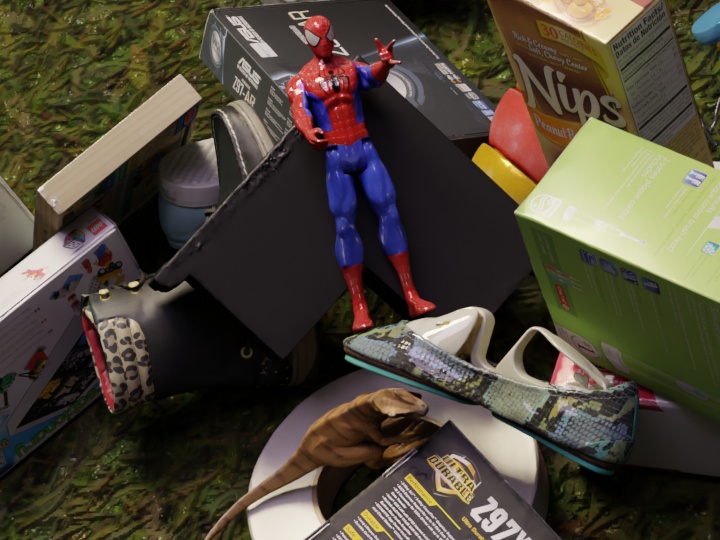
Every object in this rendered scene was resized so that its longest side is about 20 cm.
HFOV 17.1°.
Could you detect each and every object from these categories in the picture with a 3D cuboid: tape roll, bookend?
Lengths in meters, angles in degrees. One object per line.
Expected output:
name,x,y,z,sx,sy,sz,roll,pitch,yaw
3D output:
tape roll,0.024,0.149,1.579,0.202,0.037,0.203,-10,49,11
bookend,0.000,0.000,1.589,0.200,0.092,0.199,42,83,-3

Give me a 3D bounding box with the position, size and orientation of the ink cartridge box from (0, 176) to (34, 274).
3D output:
ink cartridge box,-0.369,-0.030,1.820,0.200,0.084,0.176,-41,49,-4

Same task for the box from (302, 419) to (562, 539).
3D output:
box,0.059,0.215,1.467,0.160,0.049,0.200,-38,66,-13

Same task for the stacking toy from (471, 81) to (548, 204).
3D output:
stacking toy,0.122,-0.068,1.686,0.200,0.146,0.146,-47,50,3

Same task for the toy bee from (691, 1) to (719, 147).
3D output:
toy bee,0.294,-0.160,1.678,0.109,0.131,0.200,-26,39,33

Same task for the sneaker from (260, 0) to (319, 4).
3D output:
sneaker,0.010,-0.285,1.892,0.200,0.081,0.147,-16,41,35

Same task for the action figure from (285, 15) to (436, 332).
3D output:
action figure,0.000,-0.067,1.499,0.065,0.099,0.200,-15,87,-10

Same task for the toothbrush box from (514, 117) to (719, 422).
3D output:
toothbrush box,0.206,0.014,1.422,0.200,0.146,0.086,27,66,34

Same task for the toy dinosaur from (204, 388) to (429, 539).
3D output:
toy dinosaur,-0.017,0.111,1.551,0.200,0.106,0.061,-41,61,41

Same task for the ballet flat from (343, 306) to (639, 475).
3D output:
ballet flat,0.085,0.060,1.488,0.200,0.074,0.074,22,61,21

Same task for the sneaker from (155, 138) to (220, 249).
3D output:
sneaker,-0.057,-0.060,1.766,0.200,0.082,0.074,-8,42,-18

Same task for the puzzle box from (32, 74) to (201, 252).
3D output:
puzzle box,-0.179,-0.065,1.736,0.133,0.200,0.025,-42,86,-15

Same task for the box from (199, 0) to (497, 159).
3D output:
box,-0.003,-0.130,1.765,0.160,0.044,0.200,-8,39,-31

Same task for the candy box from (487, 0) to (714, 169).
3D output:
candy box,0.154,-0.109,1.504,0.055,0.200,0.115,-43,48,-16

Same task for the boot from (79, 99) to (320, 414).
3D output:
boot,-0.119,-0.007,1.652,0.153,0.073,0.204,-12,89,-15

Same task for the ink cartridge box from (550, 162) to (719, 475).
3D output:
ink cartridge box,0.221,0.027,1.567,0.145,0.083,0.200,4,55,23

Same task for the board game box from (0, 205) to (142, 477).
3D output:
board game box,-0.234,0.062,1.683,0.200,0.126,0.035,-39,49,-15
